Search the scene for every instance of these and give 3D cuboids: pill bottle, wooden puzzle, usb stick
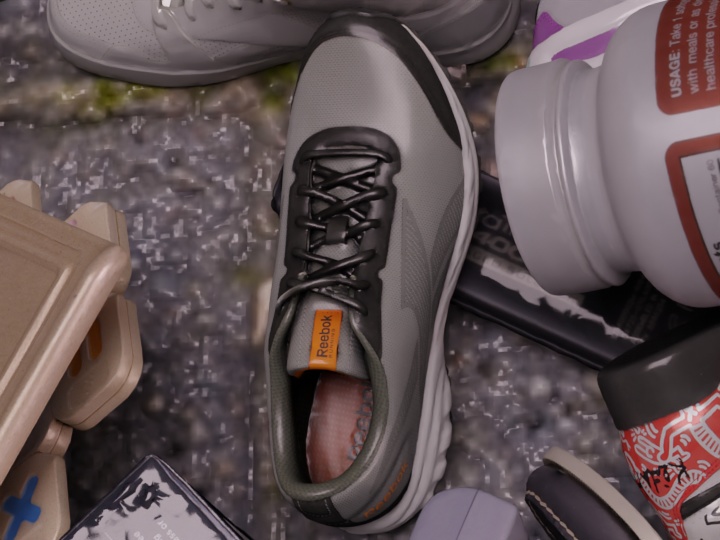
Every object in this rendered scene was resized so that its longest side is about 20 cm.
[{"bbox_3d":[0.154,-0.049,0.986,0.199,0.112,0.113,-10,69,22],"label":"pill bottle"},{"bbox_3d":[-0.179,0.053,1.025,0.200,0.037,0.186,21,79,49],"label":"wooden puzzle"},{"bbox_3d":[0.057,-0.006,1.097,0.199,0.033,0.056,25,75,19],"label":"usb stick"}]

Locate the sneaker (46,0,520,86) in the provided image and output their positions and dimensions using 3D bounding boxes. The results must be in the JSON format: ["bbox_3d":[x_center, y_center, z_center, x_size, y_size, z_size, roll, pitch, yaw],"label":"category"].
[{"bbox_3d":[-0.043,-0.126,1.115,0.199,0.116,0.074,-3,73,12],"label":"sneaker"}]

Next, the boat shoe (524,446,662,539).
[{"bbox_3d":[0.110,0.155,1.011,0.063,0.073,0.200,-34,73,-4],"label":"boat shoe"}]

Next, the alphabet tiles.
[{"bbox_3d":[-0.155,0.064,1.067,0.200,0.015,0.196,-41,39,24],"label":"alphabet tiles"}]

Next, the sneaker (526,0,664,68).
[{"bbox_3d":[0.161,-0.126,1.090,0.199,0.078,0.141,-3,72,11],"label":"sneaker"}]

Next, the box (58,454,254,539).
[{"bbox_3d":[-0.098,0.181,1.004,0.200,0.148,0.104,-44,73,-3],"label":"box"}]

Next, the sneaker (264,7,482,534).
[{"bbox_3d":[0.000,0.000,1.055,0.074,0.079,0.202,0,88,20],"label":"sneaker"}]

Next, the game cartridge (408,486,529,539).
[{"bbox_3d":[0.013,0.180,0.990,0.040,0.133,0.201,18,76,9],"label":"game cartridge"}]

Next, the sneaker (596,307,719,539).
[{"bbox_3d":[0.193,0.048,1.038,0.200,0.067,0.108,-24,94,-15],"label":"sneaker"}]
